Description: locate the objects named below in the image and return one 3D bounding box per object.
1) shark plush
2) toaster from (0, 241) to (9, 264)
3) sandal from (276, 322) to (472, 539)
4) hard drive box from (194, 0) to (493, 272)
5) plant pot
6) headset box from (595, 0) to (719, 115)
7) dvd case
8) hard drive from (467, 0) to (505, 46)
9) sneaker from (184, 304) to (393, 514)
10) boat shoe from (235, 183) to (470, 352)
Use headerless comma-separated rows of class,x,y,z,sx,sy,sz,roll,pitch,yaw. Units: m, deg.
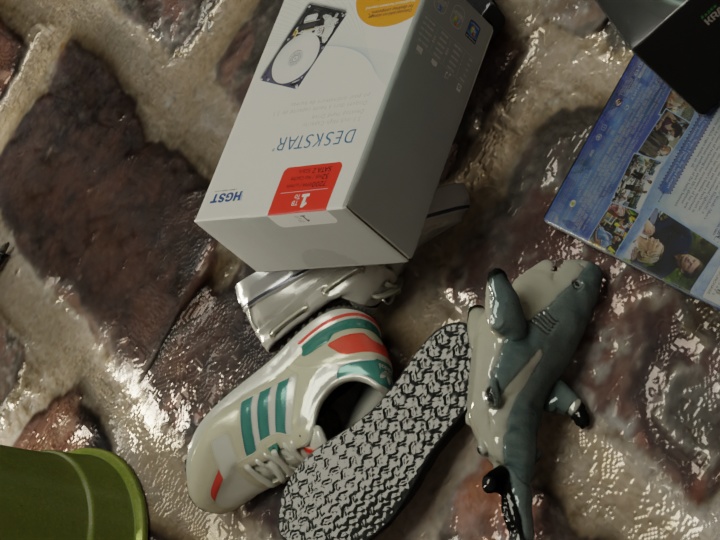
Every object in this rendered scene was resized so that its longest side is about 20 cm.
shark plush,0.115,0.082,1.429,0.091,0.083,0.201,106,170,-58
toaster,-0.441,0.049,1.976,0.180,0.119,0.201,2,71,45
sandal,0.027,0.125,1.516,0.200,0.048,0.075,-45,66,-1
hard drive box,-0.010,-0.105,1.563,0.156,0.077,0.201,-5,57,43
plant pot,-0.303,0.209,1.699,0.200,0.190,0.201,-22,56,37
headset box,0.232,-0.228,1.440,0.174,0.093,0.200,-42,43,14
dvd case,0.220,-0.062,1.437,0.200,0.018,0.143,30,92,49
hard drive,0.020,-0.163,1.674,0.200,0.042,0.135,-45,45,19
sneaker,-0.051,0.120,1.578,0.200,0.070,0.094,-45,38,15
boat shoe,0.000,0.000,1.596,0.200,0.072,0.066,-26,82,18
